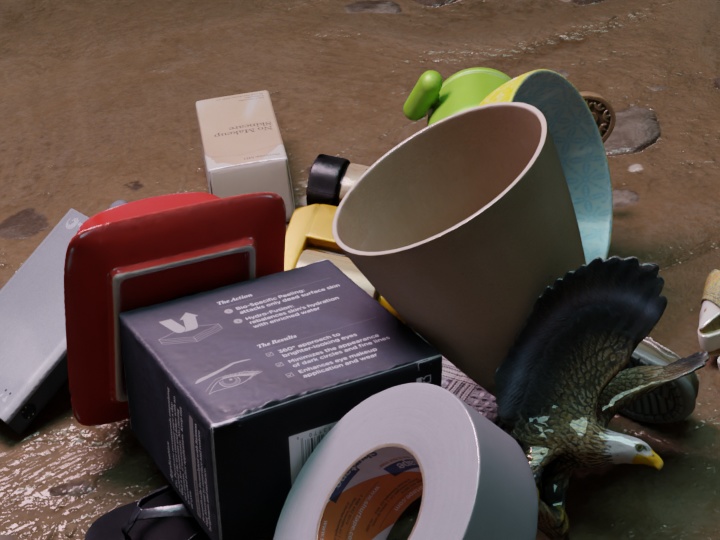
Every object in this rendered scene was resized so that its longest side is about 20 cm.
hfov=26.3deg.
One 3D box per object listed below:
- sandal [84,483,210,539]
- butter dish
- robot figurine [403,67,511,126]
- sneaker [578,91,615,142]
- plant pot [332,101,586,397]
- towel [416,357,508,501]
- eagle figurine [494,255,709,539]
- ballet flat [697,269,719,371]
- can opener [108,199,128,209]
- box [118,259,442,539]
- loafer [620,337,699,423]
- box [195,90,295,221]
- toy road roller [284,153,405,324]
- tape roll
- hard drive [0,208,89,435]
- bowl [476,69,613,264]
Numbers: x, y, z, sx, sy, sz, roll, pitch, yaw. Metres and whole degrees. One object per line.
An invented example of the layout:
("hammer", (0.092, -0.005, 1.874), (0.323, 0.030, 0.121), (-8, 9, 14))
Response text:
("sandal", (-0.127, 0.185, 1.224), (0.198, 0.043, 0.076), (-17, 31, -16))
("butter dish", (-0.177, 0.007, 1.332), (0.198, 0.202, 0.148), (-14, 37, -26))
("robot figurine", (0.130, -0.149, 1.685), (0.174, 0.117, 0.201), (20, 27, -7))
("sneaker", (0.153, -0.120, 1.510), (0.199, 0.067, 0.090), (-31, 13, 11))
("plant pot", (0.106, 0.003, 1.221), (0.186, 0.201, 0.188), (-25, 27, 14))
("towel", (0.059, 0.119, 1.311), (0.198, 0.035, 0.192), (15, 36, 32))
("eagle figurine", (0.169, 0.106, 1.165), (0.150, 0.152, 0.202), (28, 71, -3))
("ballet flat", (0.330, 0.061, 1.329), (0.070, 0.071, 0.200), (-13, 30, -11))
("can opener", (-0.219, 0.002, 1.479), (0.052, 0.067, 0.200), (-26, 36, -7))
("box", (-0.065, 0.099, 1.223), (0.195, 0.119, 0.200), (-14, 30, -24))
("loafer", (0.220, 0.066, 1.328), (0.069, 0.076, 0.199), (-29, 36, -27))
("box", (-0.132, -0.126, 1.741), (0.094, 0.079, 0.201), (-10, 29, -7))
("toy road roller", (0.000, 0.000, 1.440), (0.121, 0.147, 0.201), (11, 51, 12))
("tape roll", (0.027, 0.181, 1.061), (0.199, 0.066, 0.202), (-34, 36, 29))
("hard drive", (-0.291, 0.043, 1.432), (0.139, 0.033, 0.201), (25, 70, 44))
("bowl", (0.137, -0.072, 1.391), (0.107, 0.202, 0.200), (-9, 23, 35))
